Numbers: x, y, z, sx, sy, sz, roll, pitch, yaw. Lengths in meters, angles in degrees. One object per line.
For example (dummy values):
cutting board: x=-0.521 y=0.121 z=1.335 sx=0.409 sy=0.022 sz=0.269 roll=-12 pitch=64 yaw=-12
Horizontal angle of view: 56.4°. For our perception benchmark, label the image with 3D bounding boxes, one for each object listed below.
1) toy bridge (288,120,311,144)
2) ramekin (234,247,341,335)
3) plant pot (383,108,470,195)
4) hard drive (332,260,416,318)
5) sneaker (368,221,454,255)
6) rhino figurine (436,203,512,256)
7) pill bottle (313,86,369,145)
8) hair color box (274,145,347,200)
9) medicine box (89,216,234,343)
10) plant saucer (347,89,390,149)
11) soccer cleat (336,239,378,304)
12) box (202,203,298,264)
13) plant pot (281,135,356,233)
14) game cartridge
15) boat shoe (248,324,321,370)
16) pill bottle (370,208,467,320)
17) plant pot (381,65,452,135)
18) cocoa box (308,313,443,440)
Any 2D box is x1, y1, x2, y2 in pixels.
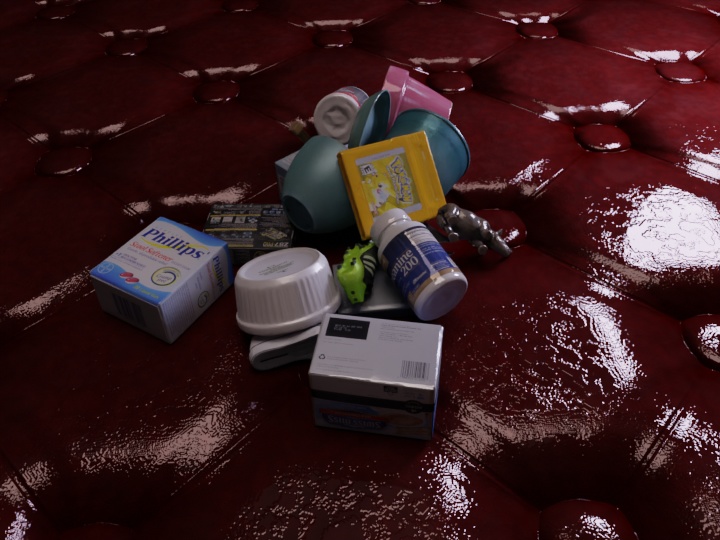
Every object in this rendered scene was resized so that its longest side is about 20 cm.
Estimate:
toy bridge: x=-0.076 y=-0.260 z=1.478 sx=0.028 sy=0.198 sz=0.067 roll=-58 pitch=28 yaw=-3
ramekin: x=-0.137 y=0.031 z=1.213 sx=0.198 sy=0.096 sz=0.203 roll=-10 pitch=21 yaw=4
plant pot: x=0.112 y=-0.214 z=1.468 sx=0.197 sy=0.202 sz=0.189 roll=21 pitch=59 yaw=25
hard drive: x=0.048 y=0.035 z=1.298 sx=0.195 sy=0.033 sz=0.141 roll=-5 pitch=41 yaw=-4
sneaker: x=0.095 y=-0.071 z=1.386 sx=0.103 sy=0.061 sz=0.199 roll=-16 pitch=29 yaw=-28
rhino figurine: x=0.234 y=-0.077 z=1.352 sx=0.197 sy=0.060 sz=0.088 roll=22 pitch=24 yaw=-25
pill bottle: x=-0.031 y=-0.355 z=1.518 sx=0.108 sy=0.113 sz=0.200 roll=6 pitch=22 yaw=9
hair color box: x=-0.100 y=-0.237 z=1.562 sx=0.198 sy=0.100 sz=0.060 roll=-33 pitch=48 yaw=-31
medicine box: x=-0.375 y=0.012 z=1.288 sx=0.179 sy=0.104 sz=0.200 roll=20 pitch=46 yaw=23
plant saucer: x=0.014 y=-0.287 z=1.424 sx=0.035 sy=0.202 sz=0.201 roll=18 pitch=44 yaw=11
soccer cleat: x=0.000 y=0.000 z=1.269 sx=0.066 sy=0.082 sz=0.200 roll=-14 pitch=16 yaw=18
box: x=-0.233 y=-0.081 z=1.429 sx=0.195 sy=0.050 sz=0.163 roll=0 pitch=39 yaw=2
plant pot: x=-0.086 y=-0.155 z=1.391 sx=0.198 sy=0.202 sz=0.135 roll=28 pitch=56 yaw=30
game cartridge: x=0.067 y=-0.172 z=1.338 sx=0.197 sy=0.180 sz=0.032 roll=-18 pitch=1 yaw=-21
boat shoe: x=-0.101 y=0.116 z=1.180 sx=0.196 sy=0.075 sz=0.067 roll=-9 pitch=42 yaw=-8
pill bottle: x=0.099 y=-0.017 z=1.231 sx=0.109 sy=0.112 sz=0.201 roll=-21 pitch=55 yaw=-21
plant pot: x=0.125 y=-0.382 z=1.665 sx=0.176 sy=0.202 sz=0.202 roll=18 pitch=42 yaw=0
cocoa box: x=0.027 y=0.168 z=1.071 sx=0.195 sy=0.133 sz=0.135 roll=5 pitch=42 yaw=8
